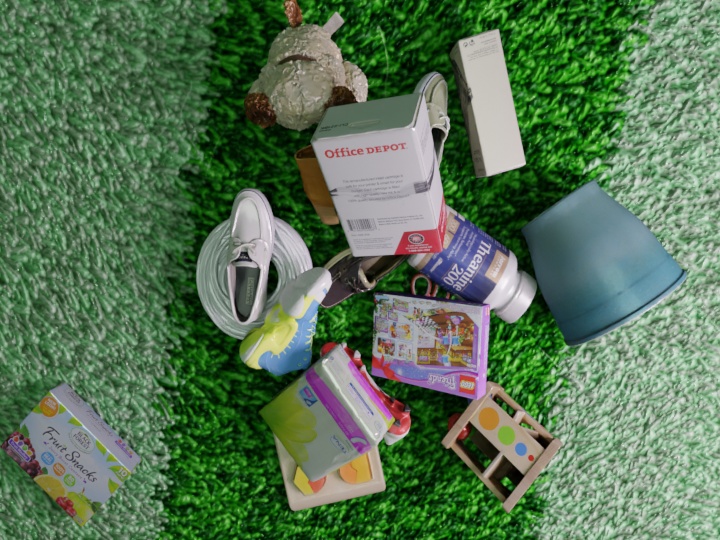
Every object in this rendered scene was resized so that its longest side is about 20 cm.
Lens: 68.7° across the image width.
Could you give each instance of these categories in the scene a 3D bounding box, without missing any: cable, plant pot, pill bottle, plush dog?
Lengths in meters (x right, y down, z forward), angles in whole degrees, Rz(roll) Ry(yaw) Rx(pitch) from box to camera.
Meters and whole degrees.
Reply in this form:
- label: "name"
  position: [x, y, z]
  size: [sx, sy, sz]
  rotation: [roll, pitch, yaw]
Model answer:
- label: "cable"
  position: [-0.175, 0.008, 0.875]
  size: [0.199, 0.069, 0.201]
  rotation: [-41, 97, 6]
- label: "plant pot"
  position: [0.350, -0.022, 0.808]
  size: [0.197, 0.200, 0.192]
  rotation: [-33, 82, 5]
- label: "pill bottle"
  position: [0.180, -0.006, 0.846]
  size: [0.197, 0.111, 0.113]
  rotation: [34, 97, -4]
- label: "plush dog"
  position: [-0.083, -0.274, 0.761]
  size: [0.191, 0.176, 0.163]
  rotation: [-6, 140, 1]

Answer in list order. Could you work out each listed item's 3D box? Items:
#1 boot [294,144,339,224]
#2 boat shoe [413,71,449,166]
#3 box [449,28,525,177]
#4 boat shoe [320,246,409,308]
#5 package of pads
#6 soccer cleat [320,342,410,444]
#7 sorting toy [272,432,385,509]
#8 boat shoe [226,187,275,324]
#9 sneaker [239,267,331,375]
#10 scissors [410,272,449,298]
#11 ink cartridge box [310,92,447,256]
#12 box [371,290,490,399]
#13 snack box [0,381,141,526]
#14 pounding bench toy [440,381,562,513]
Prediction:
- label: "boot"
  position: [0.004, -0.145, 0.817]
  size: [0.193, 0.073, 0.146]
  rotation: [-9, 139, 7]
- label: "boat shoe"
  position: [0.108, -0.214, 0.811]
  size: [0.060, 0.071, 0.207]
  rotation: [3, 71, 40]
- label: "box"
  position: [0.198, -0.256, 0.827]
  size: [0.066, 0.082, 0.208]
  rotation: [-14, 96, 2]
- label: "boat shoe"
  position: [0.000, 0.000, 0.852]
  size: [0.199, 0.066, 0.072]
  rotation: [-42, 134, 19]
- label: "package of pads"
  position: [-0.055, 0.234, 0.839]
  size: [0.156, 0.068, 0.199]
  rotation: [52, 127, 2]
- label: "soccer cleat"
  position: [0.000, 0.206, 0.880]
  size: [0.199, 0.068, 0.086]
  rotation: [41, 136, 15]
- label: "sorting toy"
  position: [-0.059, 0.319, 0.931]
  size: [0.178, 0.037, 0.208]
  rotation: [-13, 98, 2]
- label: "boat shoe"
  position: [-0.173, -0.020, 0.801]
  size: [0.069, 0.066, 0.209]
  rotation: [7, 99, -1]
- label: "sneaker"
  position: [-0.096, 0.088, 0.829]
  size: [0.199, 0.077, 0.104]
  rotation: [-43, 119, 15]
- label: "scissors"
  position: [0.094, 0.100, 0.910]
  size: [0.071, 0.014, 0.207]
  rotation: [20, 97, -2]
- label: "ink cartridge box"
  position: [0.034, -0.123, 0.723]
  size: [0.139, 0.086, 0.204]
  rotation: [-1, 136, 20]
- label: "box"
  position: [0.108, 0.114, 0.847]
  size: [0.194, 0.039, 0.143]
  rotation: [6, 97, 34]
- label: "snack box"
  position: [-0.508, 0.323, 0.931]
  size: [0.142, 0.053, 0.200]
  rotation: [-44, 95, 5]
- label: "pounding bench toy"
  position: [0.238, 0.281, 0.886]
  size: [0.155, 0.199, 0.126]
  rotation: [41, 95, 27]
